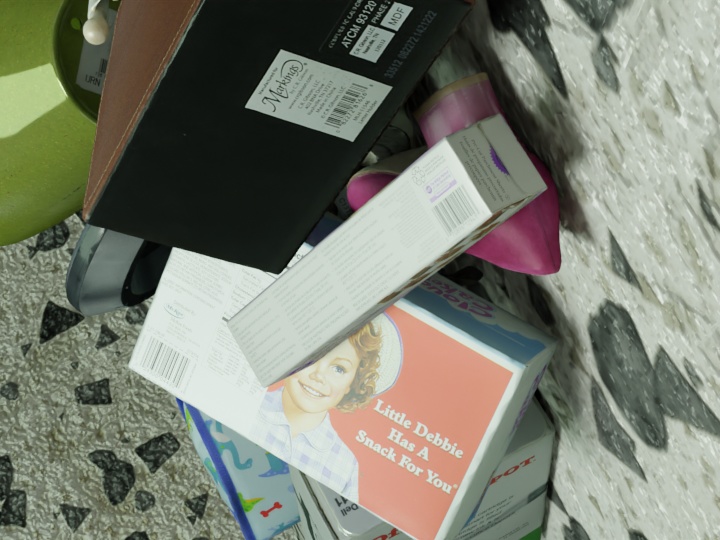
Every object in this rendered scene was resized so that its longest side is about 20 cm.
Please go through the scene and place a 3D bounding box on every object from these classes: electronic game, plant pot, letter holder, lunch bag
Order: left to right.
[{"bbox_3d":[-0.190,-0.114,0.987,0.199,0.187,0.188,-5,114,51],"label":"plant pot"},{"bbox_3d":[-0.094,-0.057,0.905,0.042,0.200,0.200,38,166,6],"label":"electronic game"},{"bbox_3d":[-0.040,-0.119,0.721,0.200,0.100,0.143,129,149,-48],"label":"letter holder"},{"bbox_3d":[-0.058,0.095,1.295,0.128,0.169,0.201,53,166,39],"label":"lunch bag"}]

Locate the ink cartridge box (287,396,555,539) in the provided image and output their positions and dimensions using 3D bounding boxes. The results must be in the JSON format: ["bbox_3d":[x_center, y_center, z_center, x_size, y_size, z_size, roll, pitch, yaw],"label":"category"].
[{"bbox_3d":[0.037,0.137,1.010,0.083,0.146,0.201,59,167,26],"label":"ink cartridge box"}]

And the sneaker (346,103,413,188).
[{"bbox_3d":[-0.003,-0.094,0.926,0.200,0.076,0.090,137,137,-80],"label":"sneaker"}]

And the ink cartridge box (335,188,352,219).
[{"bbox_3d":[0.005,0.000,1.115,0.201,0.040,0.200,59,169,20],"label":"ink cartridge box"}]

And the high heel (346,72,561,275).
[{"bbox_3d":[0.048,-0.022,0.808,0.097,0.067,0.200,67,159,8],"label":"high heel"}]

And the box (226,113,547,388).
[{"bbox_3d":[0.006,-0.004,0.743,0.042,0.039,0.200,59,139,8],"label":"box"}]

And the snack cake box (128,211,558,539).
[{"bbox_3d":[-0.011,0.043,0.860,0.199,0.116,0.067,30,-161,15],"label":"snack cake box"}]

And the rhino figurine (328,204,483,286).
[{"bbox_3d":[0.000,0.000,0.952,0.087,0.060,0.199,33,167,-38],"label":"rhino figurine"}]

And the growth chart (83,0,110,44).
[{"bbox_3d":[-0.107,-0.224,0.811,0.145,0.018,0.201,-104,29,-59],"label":"growth chart"}]
